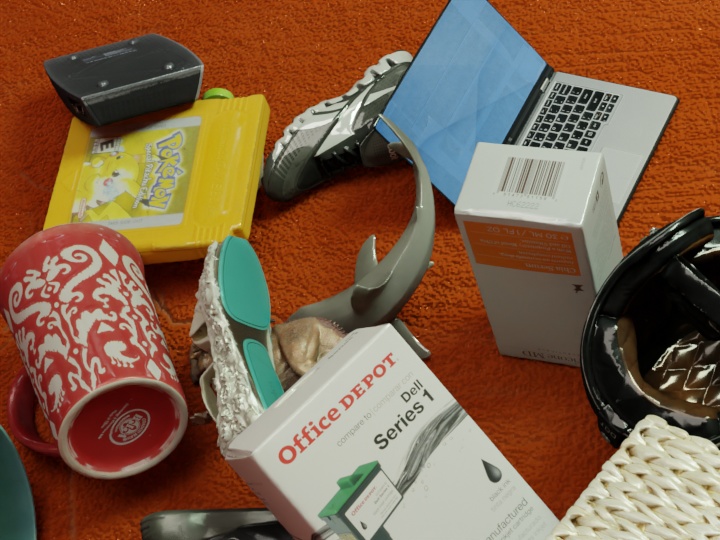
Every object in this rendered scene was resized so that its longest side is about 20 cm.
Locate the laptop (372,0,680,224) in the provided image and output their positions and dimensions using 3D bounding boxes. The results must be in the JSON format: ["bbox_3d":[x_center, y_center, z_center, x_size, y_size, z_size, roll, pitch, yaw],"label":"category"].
[{"bbox_3d":[0.150,-0.138,1.292,0.199,0.116,0.188,16,62,28],"label":"laptop"}]

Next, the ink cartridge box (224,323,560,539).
[{"bbox_3d":[0.022,0.159,1.065,0.146,0.084,0.200,-43,97,-18],"label":"ink cartridge box"}]

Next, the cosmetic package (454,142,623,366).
[{"bbox_3d":[0.146,-0.008,1.143,0.101,0.200,0.071,7,58,23],"label":"cosmetic package"}]

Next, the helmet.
[{"bbox_3d":[0.261,0.054,1.070,0.199,0.191,0.201,-2,87,27],"label":"helmet"}]

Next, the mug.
[{"bbox_3d":[-0.225,0.087,1.244,0.133,0.178,0.200,-6,37,-23],"label":"mug"}]

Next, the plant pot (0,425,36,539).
[{"bbox_3d":[-0.384,0.212,1.169,0.160,0.201,0.201,-13,51,24],"label":"plant pot"}]

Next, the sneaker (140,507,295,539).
[{"bbox_3d":[-0.068,0.239,1.120,0.199,0.076,0.115,-3,75,-4],"label":"sneaker"}]

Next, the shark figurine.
[{"bbox_3d":[0.018,-0.009,1.215,0.128,0.089,0.215,34,107,24],"label":"shark figurine"}]

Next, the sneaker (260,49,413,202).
[{"bbox_3d":[-0.001,-0.125,1.364,0.200,0.067,0.090,-39,50,-15],"label":"sneaker"}]

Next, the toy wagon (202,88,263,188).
[{"bbox_3d":[-0.193,-0.098,1.425,0.199,0.040,0.156,-11,52,11],"label":"toy wagon"}]

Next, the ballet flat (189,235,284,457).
[{"bbox_3d":[-0.105,0.062,1.157,0.072,0.072,0.200,-18,54,5],"label":"ballet flat"}]

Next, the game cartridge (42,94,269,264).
[{"bbox_3d":[-0.191,-0.084,1.368,0.199,0.032,0.177,-6,54,16],"label":"game cartridge"}]

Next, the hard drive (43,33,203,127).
[{"bbox_3d":[-0.234,-0.189,1.443,0.134,0.042,0.200,-18,23,-16],"label":"hard drive"}]

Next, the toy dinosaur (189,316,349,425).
[{"bbox_3d":[-0.068,0.073,1.225,0.199,0.086,0.136,-11,55,13],"label":"toy dinosaur"}]

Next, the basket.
[{"bbox_3d":[0.226,0.229,0.947,0.198,0.200,0.161,25,63,31],"label":"basket"}]
